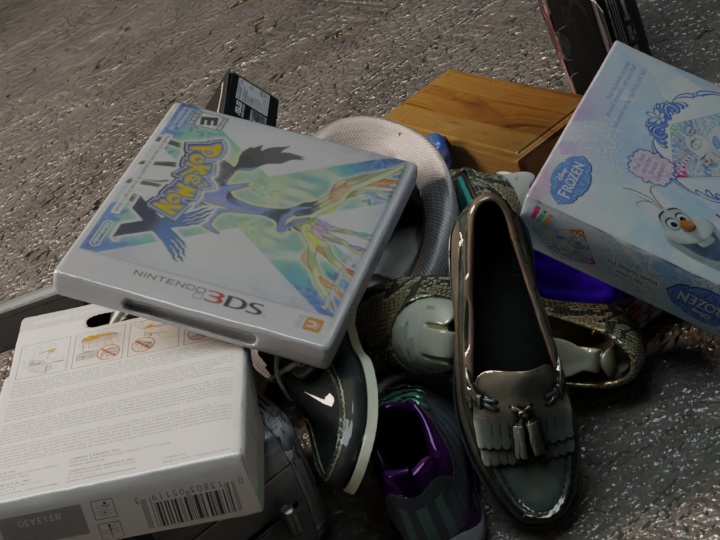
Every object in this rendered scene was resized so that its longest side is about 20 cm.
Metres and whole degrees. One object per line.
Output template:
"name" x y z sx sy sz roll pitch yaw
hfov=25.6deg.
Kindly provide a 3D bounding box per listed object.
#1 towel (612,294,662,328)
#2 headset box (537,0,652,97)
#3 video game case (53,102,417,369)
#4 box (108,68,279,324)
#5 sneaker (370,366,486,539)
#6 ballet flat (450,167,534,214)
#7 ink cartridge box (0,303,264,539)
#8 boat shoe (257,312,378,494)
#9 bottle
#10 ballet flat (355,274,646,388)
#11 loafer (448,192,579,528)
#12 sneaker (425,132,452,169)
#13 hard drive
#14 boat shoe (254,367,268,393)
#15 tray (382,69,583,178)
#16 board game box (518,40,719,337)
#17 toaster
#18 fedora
"towel" 0.194 -0.024 1.146 0.199 0.030 0.146 -37 31 -22
"headset box" 0.193 -0.235 1.372 0.074 0.150 0.201 -19 28 8
"video game case" -0.075 -0.030 1.029 0.180 0.022 0.201 15 41 10
"box" -0.125 -0.040 1.198 0.158 0.049 0.201 -53 18 26
"sneaker" 0.036 0.097 1.000 0.074 0.088 0.200 -21 29 4
"ballet flat" 0.096 -0.050 1.185 0.075 0.069 0.200 -18 13 -9
"ink cartridge box" -0.140 0.084 0.967 0.159 0.051 0.201 -12 29 4
"boat shoe" -0.033 0.064 0.995 0.067 0.072 0.201 10 33 -19
"bottle" 0.173 -0.059 1.123 0.083 0.066 0.201 7 41 20
"ballet flat" 0.085 0.043 1.015 0.198 0.069 0.075 6 14 5
"loafer" 0.086 0.052 0.944 0.071 0.202 0.063 -11 -15 2
"sneaker" -0.018 -0.070 1.314 0.198 0.090 0.079 -23 30 1
"hard drive" -0.260 0.034 1.302 0.138 0.033 0.200 -20 4 9
"boat shoe" -0.089 0.048 1.190 0.062 0.073 0.201 -28 23 39
"tray" 0.108 -0.124 1.368 0.098 0.037 0.199 -37 32 -23
"board game box" 0.224 -0.049 1.046 0.198 0.044 0.200 26 45 8
"toaster" -0.113 0.138 1.018 0.129 0.114 0.200 -31 31 -21
"fedora" 0.000 0.000 1.142 0.176 0.090 0.202 18 78 34
